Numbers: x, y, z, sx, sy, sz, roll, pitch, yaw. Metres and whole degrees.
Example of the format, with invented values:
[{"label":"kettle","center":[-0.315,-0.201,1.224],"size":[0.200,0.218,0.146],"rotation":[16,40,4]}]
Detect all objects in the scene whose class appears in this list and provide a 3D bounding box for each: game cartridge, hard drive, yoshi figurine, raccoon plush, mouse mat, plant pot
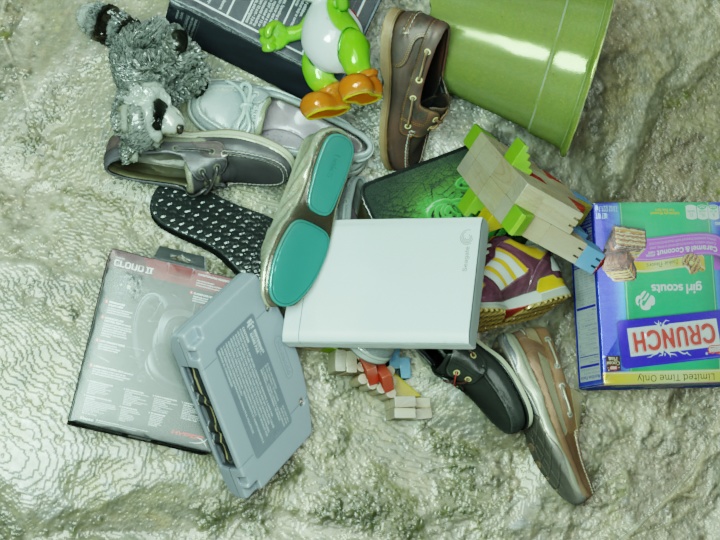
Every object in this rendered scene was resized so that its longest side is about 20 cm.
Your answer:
[{"label":"game cartridge","center":[-0.113,0.111,1.539],"size":[0.133,0.040,0.200],"rotation":[-42,126,-40]},{"label":"hard drive","center":[0.024,0.012,1.533],"size":[0.199,0.027,0.132],"rotation":[0,70,22]},{"label":"yoshi figurine","center":[-0.047,-0.257,1.516],"size":[0.112,0.112,0.201],"rotation":[-11,83,-7]},{"label":"raccoon plush","center":[-0.246,-0.187,1.570],"size":[0.134,0.200,0.097],"rotation":[-51,137,-22]},{"label":"mouse mat","center":[0.099,-0.045,1.644],"size":[0.200,0.008,0.161],"rotation":[-23,86,-41]},{"label":"plant pot","center":[0.159,-0.243,1.653],"size":[0.189,0.200,0.201],"rotation":[16,78,4]}]

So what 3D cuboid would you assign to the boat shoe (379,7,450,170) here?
[{"label":"boat shoe","center":[0.059,-0.180,1.606],"size":[0.070,0.200,0.070],"rotation":[15,47,16]}]

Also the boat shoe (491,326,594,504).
[{"label":"boat shoe","center":[0.211,0.152,1.647],"size":[0.072,0.076,0.201],"rotation":[-22,88,-16]}]

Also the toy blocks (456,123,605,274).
[{"label":"toy blocks","center":[0.190,-0.071,1.628],"size":[0.136,0.200,0.100],"rotation":[26,106,-25]}]

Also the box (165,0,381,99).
[{"label":"box","center":[-0.079,-0.309,1.629],"size":[0.198,0.123,0.200],"rotation":[26,79,-7]}]

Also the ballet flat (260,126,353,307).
[{"label":"ballet flat","center":[-0.060,-0.051,1.553],"size":[0.067,0.062,0.200],"rotation":[31,74,-32]}]

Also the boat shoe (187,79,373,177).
[{"label":"boat shoe","center":[-0.084,-0.155,1.626],"size":[0.201,0.065,0.075],"rotation":[22,77,-6]}]

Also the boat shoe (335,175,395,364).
[{"label":"boat shoe","center":[0.001,-0.001,1.598],"size":[0.074,0.065,0.202],"rotation":[12,55,-39]}]

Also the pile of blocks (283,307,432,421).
[{"label":"pile of blocks","center":[0.004,0.087,1.617],"size":[0.200,0.062,0.082],"rotation":[36,76,-5]}]

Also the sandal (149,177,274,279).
[{"label":"sandal","center":[-0.130,-0.032,1.621],"size":[0.200,0.048,0.075],"rotation":[33,74,8]}]

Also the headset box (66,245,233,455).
[{"label":"headset box","center":[-0.204,0.075,1.568],"size":[0.148,0.077,0.201],"rotation":[13,78,-10]}]

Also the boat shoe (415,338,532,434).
[{"label":"boat shoe","center":[0.103,0.096,1.626],"size":[0.063,0.074,0.202],"rotation":[-34,83,-34]}]

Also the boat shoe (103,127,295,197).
[{"label":"boat shoe","center":[-0.169,-0.108,1.585],"size":[0.199,0.072,0.065],"rotation":[10,52,3]}]

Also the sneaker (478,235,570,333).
[{"label":"sneaker","center":[0.128,0.013,1.600],"size":[0.200,0.075,0.090],"rotation":[-7,67,-42]}]

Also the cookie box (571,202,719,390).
[{"label":"cookie box","center":[0.326,0.029,1.688],"size":[0.171,0.075,0.201],"rotation":[-1,82,-13]}]
